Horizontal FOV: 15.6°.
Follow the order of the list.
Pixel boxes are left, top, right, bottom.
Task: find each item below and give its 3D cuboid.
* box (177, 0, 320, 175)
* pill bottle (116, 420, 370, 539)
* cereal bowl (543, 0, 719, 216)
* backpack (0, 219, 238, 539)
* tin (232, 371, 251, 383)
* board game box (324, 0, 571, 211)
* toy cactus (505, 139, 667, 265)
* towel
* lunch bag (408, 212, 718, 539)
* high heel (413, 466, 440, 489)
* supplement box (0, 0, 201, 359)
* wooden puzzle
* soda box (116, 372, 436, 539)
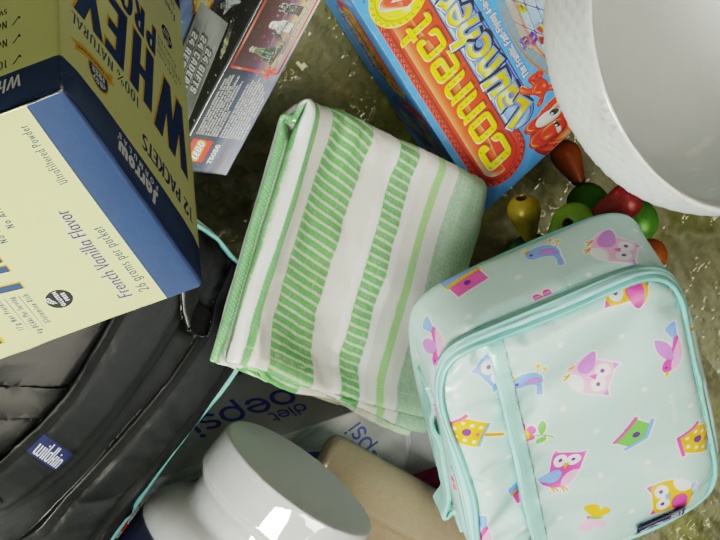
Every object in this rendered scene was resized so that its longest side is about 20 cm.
[{"bbox_3d":[-0.068,-0.167,1.283,0.040,0.137,0.201,6,123,-44],"label":"box"},{"bbox_3d":[-0.090,0.185,1.384,0.115,0.116,0.200,27,105,-44],"label":"pill bottle"},{"bbox_3d":[0.175,-0.128,1.449,0.199,0.083,0.201,4,84,-35],"label":"cereal bowl"},{"bbox_3d":[-0.160,0.037,1.357,0.200,0.153,0.176,-46,137,0],"label":"backpack"},{"bbox_3d":[-0.093,0.129,1.555,0.112,0.042,0.201,-33,133,-21],"label":"tin"},{"bbox_3d":[0.089,-0.168,1.480,0.196,0.056,0.200,-43,135,-6],"label":"board game box"},{"bbox_3d":[0.098,-0.004,1.541,0.164,0.200,0.103,-31,91,-2],"label":"toy cactus"},{"bbox_3d":[0.000,0.000,1.408,0.200,0.023,0.153,22,81,-55],"label":"towel"},{"bbox_3d":[0.111,0.079,1.460,0.160,0.077,0.201,-23,129,-8],"label":"lunch bag"},{"bbox_3d":[-0.028,0.146,1.545,0.200,0.067,0.096,-36,147,6],"label":"high heel"},{"bbox_3d":[-0.191,-0.072,1.181,0.199,0.201,0.134,-20,136,13],"label":"supplement box"},{"bbox_3d":[-0.033,0.192,1.515,0.200,0.037,0.185,-47,139,9],"label":"wooden puzzle"},{"bbox_3d":[-0.053,0.100,1.493,0.199,0.068,0.064,-18,127,-29],"label":"soda box"}]
